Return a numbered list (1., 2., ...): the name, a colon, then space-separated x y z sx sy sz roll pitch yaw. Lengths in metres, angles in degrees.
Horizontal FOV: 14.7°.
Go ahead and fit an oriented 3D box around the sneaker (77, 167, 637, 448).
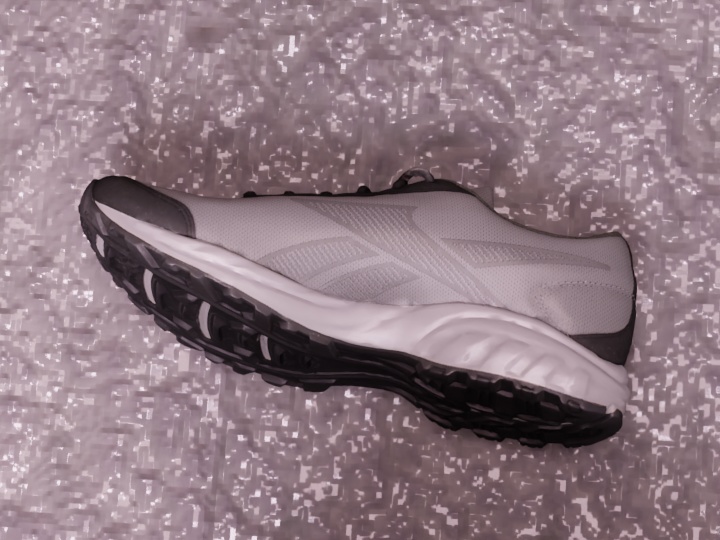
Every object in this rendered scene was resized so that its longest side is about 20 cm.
1. sneaker: 0.000 0.000 0.959 0.199 0.074 0.080 15 70 3
